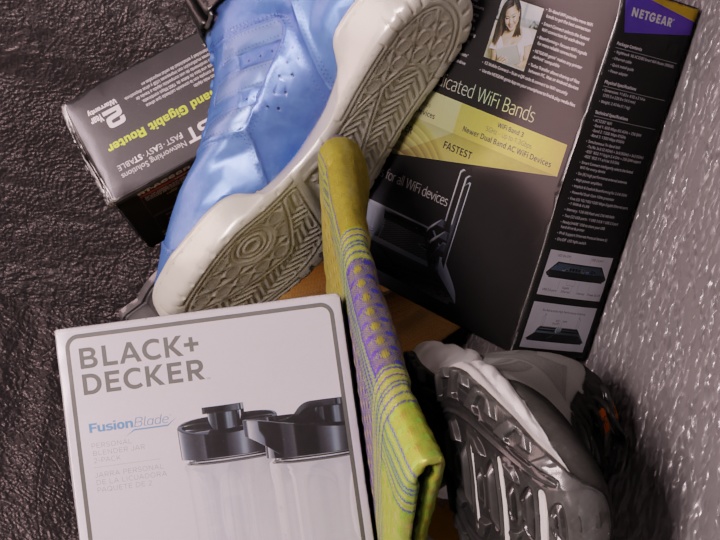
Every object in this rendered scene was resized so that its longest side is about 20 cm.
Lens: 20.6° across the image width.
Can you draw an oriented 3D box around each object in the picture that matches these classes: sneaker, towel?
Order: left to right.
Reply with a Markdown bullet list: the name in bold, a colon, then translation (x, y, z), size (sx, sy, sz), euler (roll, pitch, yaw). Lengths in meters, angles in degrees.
- **sneaker**: translation (-0.045, -0.075, 0.873), size (0.111, 0.077, 0.200), euler (49, 115, 31)
- **towel**: translation (0.007, 0.053, 0.794), size (0.200, 0.023, 0.144), euler (-104, 10, -50)
- **sneaker**: translation (0.066, 0.062, 0.735), size (0.200, 0.079, 0.074), euler (-129, 34, -79)

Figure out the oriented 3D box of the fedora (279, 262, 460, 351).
- **fedora**: translation (0.000, 0.000, 1.073), size (0.201, 0.200, 0.082), euler (-93, -16, -64)

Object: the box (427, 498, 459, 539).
- **box**: translation (-0.014, 0.140, 0.931), size (0.200, 0.041, 0.119), euler (-36, 16, 51)

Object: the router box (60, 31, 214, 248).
- **router box**: translation (-0.056, -0.095, 1.092), size (0.062, 0.200, 0.150), euler (60, 176, 7)

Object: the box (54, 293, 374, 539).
- **box**: translation (-0.052, 0.116, 0.776), size (0.060, 0.116, 0.201), euler (115, 149, -79)

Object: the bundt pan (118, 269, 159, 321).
- **bundt pan**: translation (-0.049, 0.039, 1.216), size (0.076, 0.201, 0.202), euler (58, 148, 22)

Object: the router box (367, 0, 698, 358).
- **router box**: translation (0.039, -0.069, 0.882), size (0.200, 0.052, 0.158), euler (28, 106, 44)

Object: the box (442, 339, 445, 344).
- **box**: translation (-0.001, 0.144, 1.109), size (0.159, 0.048, 0.201), euler (-91, 19, -61)
